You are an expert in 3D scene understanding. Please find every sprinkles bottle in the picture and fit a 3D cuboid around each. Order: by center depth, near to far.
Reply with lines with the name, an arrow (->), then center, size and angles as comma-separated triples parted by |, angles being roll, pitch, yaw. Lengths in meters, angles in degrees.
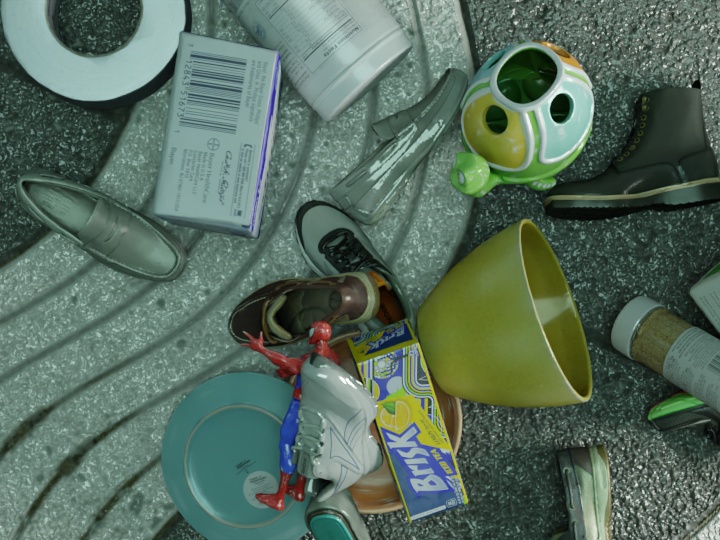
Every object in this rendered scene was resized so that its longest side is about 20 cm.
sprinkles bottle -> 0.361, 0.100, 1.461 | 0.200, 0.068, 0.068 | 34, 88, 38

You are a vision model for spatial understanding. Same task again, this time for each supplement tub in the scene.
supplement tub -> -0.053, -0.275, 1.475 | 0.132, 0.132, 0.200 | -41, 92, -2

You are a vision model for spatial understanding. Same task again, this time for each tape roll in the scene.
tape roll -> -0.285, -0.279, 1.501 | 0.199, 0.066, 0.201 | 0, 90, -2

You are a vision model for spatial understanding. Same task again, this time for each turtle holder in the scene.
turtle holder -> 0.159, -0.165, 1.458 | 0.185, 0.132, 0.141 | -25, 68, -3

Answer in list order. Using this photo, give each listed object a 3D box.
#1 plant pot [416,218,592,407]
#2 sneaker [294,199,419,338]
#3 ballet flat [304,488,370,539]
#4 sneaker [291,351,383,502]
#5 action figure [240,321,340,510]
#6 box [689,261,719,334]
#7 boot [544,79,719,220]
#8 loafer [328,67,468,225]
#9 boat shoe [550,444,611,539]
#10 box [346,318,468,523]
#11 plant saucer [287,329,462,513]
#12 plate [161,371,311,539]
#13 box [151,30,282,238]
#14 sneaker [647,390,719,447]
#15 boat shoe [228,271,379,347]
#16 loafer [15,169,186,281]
plant pot -> 0.144, 0.064, 1.462 | 0.141, 0.200, 0.201 | -21, 90, 19
sneaker -> 0.000, 0.000, 1.485 | 0.074, 0.079, 0.200 | -32, 73, -15
ballet flat -> -0.005, 0.308, 1.494 | 0.067, 0.064, 0.201 | -10, 123, 16
sneaker -> -0.030, 0.162, 1.373 | 0.074, 0.201, 0.087 | 30, 59, 35
action figure -> -0.082, 0.136, 1.431 | 0.099, 0.065, 0.201 | 26, 109, 26
box -> 0.499, 0.024, 1.437 | 0.199, 0.171, 0.200 | -38, 91, -25
boot -> 0.292, -0.132, 1.519 | 0.199, 0.077, 0.139 | -6, 84, -13
loafer -> 0.044, -0.143, 1.506 | 0.070, 0.070, 0.200 | 36, 88, -7
boat shoe -> 0.242, 0.291, 1.511 | 0.066, 0.072, 0.202 | 0, 89, 9
box -> 0.050, 0.157, 1.434 | 0.070, 0.064, 0.201 | -19, 114, -1
plant saucer -> 0.011, 0.165, 1.519 | 0.199, 0.037, 0.201 | 0, 89, -1
plate -> -0.124, 0.210, 1.496 | 0.199, 0.026, 0.201 | 1, 95, 11
box -> -0.144, -0.133, 1.435 | 0.104, 0.200, 0.185 | 9, 89, -3
sneaker -> 0.415, 0.170, 1.511 | 0.199, 0.077, 0.084 | 3, 85, -1
boat shoe -> -0.075, 0.043, 1.455 | 0.199, 0.072, 0.073 | -11, 89, 38
loafer -> -0.282, -0.046, 1.488 | 0.199, 0.070, 0.070 | 26, 89, -1
